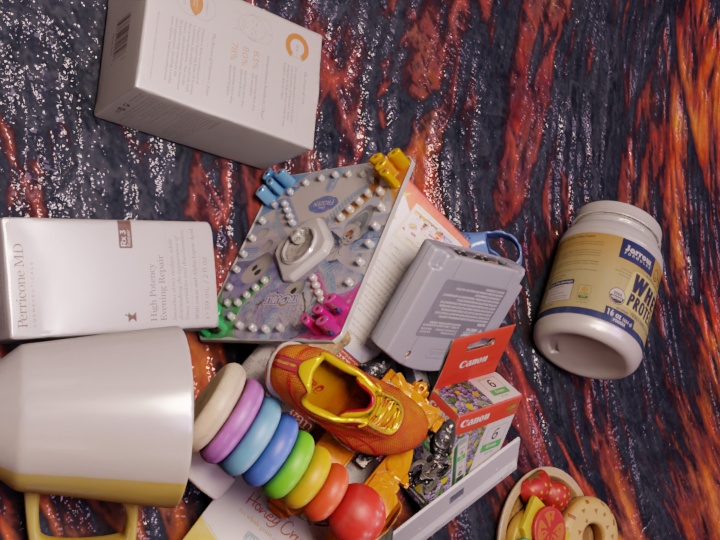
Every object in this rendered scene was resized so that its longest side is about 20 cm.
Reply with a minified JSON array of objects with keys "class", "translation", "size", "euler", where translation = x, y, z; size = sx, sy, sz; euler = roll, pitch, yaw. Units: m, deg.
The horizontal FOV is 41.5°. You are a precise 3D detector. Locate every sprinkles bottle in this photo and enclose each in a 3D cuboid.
[{"class":"sprinkles bottle","translation":[-0.095,0.118,0.901],"size":[0.201,0.068,0.068],"euler":[-49,115,-11]}]

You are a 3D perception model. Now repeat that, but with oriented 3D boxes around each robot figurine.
[{"class":"robot figurine","translation":[0.005,0.182,0.932],"size":[0.145,0.058,0.200],"euler":[43,57,2]}]

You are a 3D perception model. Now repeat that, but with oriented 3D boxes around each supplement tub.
[{"class":"supplement tub","translation":[0.319,0.025,1.261],"size":[0.144,0.143,0.203],"euler":[37,61,-29]}]

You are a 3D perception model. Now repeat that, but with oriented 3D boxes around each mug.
[{"class":"mug","translation":[-0.225,0.139,0.781],"size":[0.150,0.149,0.191],"euler":[3,76,-23]}]

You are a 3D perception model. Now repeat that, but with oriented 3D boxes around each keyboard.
[{"class":"keyboard","translation":[0.108,0.259,1.079],"size":[0.198,0.011,0.057],"euler":[-31,136,-24]}]

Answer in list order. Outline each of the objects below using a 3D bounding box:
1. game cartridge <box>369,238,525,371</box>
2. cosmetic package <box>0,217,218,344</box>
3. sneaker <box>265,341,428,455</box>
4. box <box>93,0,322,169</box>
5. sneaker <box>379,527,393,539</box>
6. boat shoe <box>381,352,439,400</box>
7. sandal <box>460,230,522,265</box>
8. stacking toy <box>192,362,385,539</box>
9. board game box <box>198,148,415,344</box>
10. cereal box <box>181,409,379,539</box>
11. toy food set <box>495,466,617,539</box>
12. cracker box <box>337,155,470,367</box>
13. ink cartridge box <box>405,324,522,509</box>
[{"class":"game cartridge","translation":[0.092,0.041,0.993],"size":[0.198,0.040,0.135],"euler":[11,109,-55]},{"class":"cosmetic package","translation":[-0.230,0.009,0.845],"size":[0.197,0.073,0.104],"euler":[-2,84,-42]},{"class":"sneaker","translation":[0.000,0.125,0.845],"size":[0.199,0.076,0.074],"euler":[29,79,-42]},{"class":"box","translation":[-0.145,-0.193,0.934],"size":[0.197,0.097,0.127],"euler":[15,73,-37]},{"class":"sneaker","translation":[-0.028,0.302,0.966],"size":[0.079,0.075,0.203],"euler":[38,60,-26]},{"class":"boat shoe","translation":[0.071,0.071,1.087],"size":[0.085,0.074,0.206],"euler":[-17,95,-40]},{"class":"sandal","translation":[0.119,-0.025,1.131],"size":[0.197,0.087,0.081],"euler":[10,62,-40]},{"class":"stacking toy","translation":[-0.058,0.170,0.833],"size":[0.199,0.085,0.086],"euler":[37,60,-11]},{"class":"board game box","translation":[-0.059,-0.024,0.909],"size":[0.026,0.197,0.203],"euler":[44,58,-36]},{"class":"cereal box","translation":[-0.069,0.240,0.931],"size":[0.143,0.040,0.201],"euler":[38,58,0]},{"class":"toy food set","translation":[0.244,0.353,1.204],"size":[0.200,0.048,0.200],"euler":[46,57,-25]},{"class":"cracker box","translation":[0.000,0.000,0.988],"size":[0.134,0.058,0.201],"euler":[43,84,-16]},{"class":"ink cartridge box","translation":[0.121,0.163,1.058],"size":[0.108,0.050,0.203],"euler":[-10,128,-40]}]
